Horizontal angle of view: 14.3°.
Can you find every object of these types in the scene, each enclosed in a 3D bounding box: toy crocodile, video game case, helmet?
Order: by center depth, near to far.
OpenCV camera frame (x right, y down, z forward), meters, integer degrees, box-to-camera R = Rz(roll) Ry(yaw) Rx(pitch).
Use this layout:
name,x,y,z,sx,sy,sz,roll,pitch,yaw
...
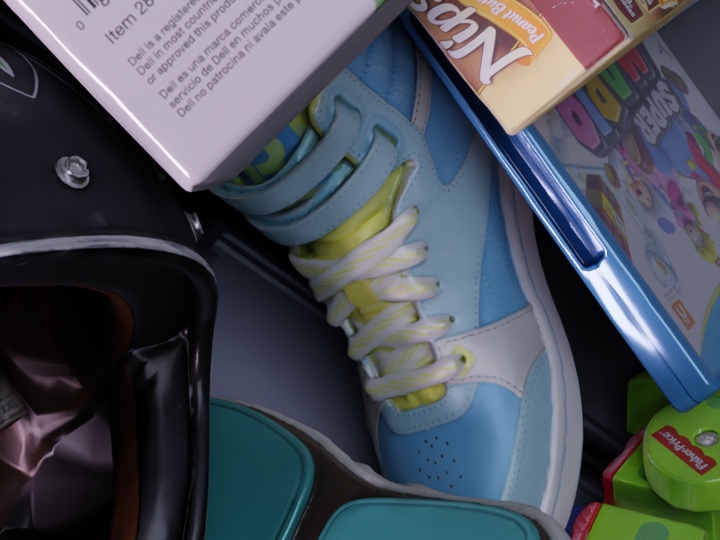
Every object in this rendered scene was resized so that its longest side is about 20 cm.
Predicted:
name,x,y,z,sx,sy,sz,roll,pitch,yaw
helmet,-0.137,0.027,0.815,0.199,0.200,0.192,1,94,-13
toy crocodile,0.085,0.101,0.893,0.061,0.068,0.200,11,47,21
video game case,0.072,-0.059,0.933,0.018,0.143,0.200,-36,88,27

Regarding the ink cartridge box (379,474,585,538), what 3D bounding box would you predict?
name,x,y,z,sx,sy,sz,roll,pitch,yaw
ink cartridge box,0.086,0.174,0.924,0.198,0.041,0.201,8,76,-12

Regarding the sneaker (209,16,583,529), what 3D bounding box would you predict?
name,x,y,z,sx,sy,sz,roll,pitch,yaw
sneaker,0.000,0.000,0.890,0.130,0.079,0.201,16,60,-52

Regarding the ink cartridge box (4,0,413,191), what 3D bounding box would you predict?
name,x,y,z,sx,sy,sz,roll,pitch,yaw
ink cartridge box,-0.059,-0.143,0.777,0.145,0.084,0.200,-44,90,5

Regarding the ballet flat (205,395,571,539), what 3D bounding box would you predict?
name,x,y,z,sx,sy,sz,roll,pitch,yaw
ballet flat,-0.004,0.089,0.869,0.069,0.199,0.070,-12,107,-43

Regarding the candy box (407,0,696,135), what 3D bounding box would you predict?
name,x,y,z,sx,sy,sz,roll,pitch,yaw
candy box,0.063,-0.125,0.912,0.116,0.055,0.200,52,29,0
